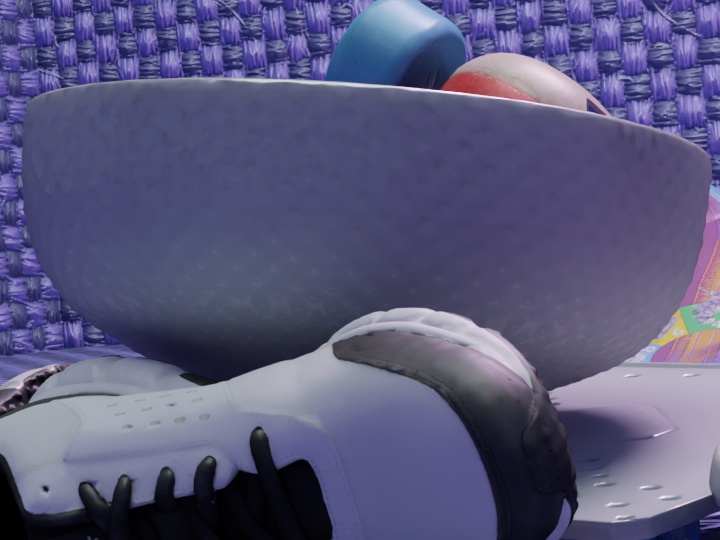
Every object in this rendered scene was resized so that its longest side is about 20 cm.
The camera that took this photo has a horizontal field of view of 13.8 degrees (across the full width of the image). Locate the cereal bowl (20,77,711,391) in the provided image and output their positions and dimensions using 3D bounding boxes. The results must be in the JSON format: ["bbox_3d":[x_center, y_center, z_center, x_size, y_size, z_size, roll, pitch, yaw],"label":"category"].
[{"bbox_3d":[0.000,0.000,0.857,0.200,0.083,0.200,4,-5,0],"label":"cereal bowl"}]

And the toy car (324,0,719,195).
[{"bbox_3d":[0.028,0.023,1.243,0.184,0.200,0.177,35,-24,24],"label":"toy car"}]

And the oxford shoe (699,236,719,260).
[{"bbox_3d":[0.136,0.032,1.107,0.200,0.071,0.071,11,55,38],"label":"oxford shoe"}]

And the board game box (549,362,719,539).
[{"bbox_3d":[0.062,0.058,0.867,0.200,0.026,0.200,-1,9,43],"label":"board game box"}]

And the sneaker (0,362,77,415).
[{"bbox_3d":[-0.156,0.077,0.987,0.080,0.074,0.200,-22,-12,29],"label":"sneaker"}]

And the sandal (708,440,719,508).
[{"bbox_3d":[0.131,0.045,0.678,0.082,0.050,0.203,4,8,-4],"label":"sandal"}]

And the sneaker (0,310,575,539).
[{"bbox_3d":[-0.034,0.060,0.746,0.200,0.074,0.080,-11,11,42],"label":"sneaker"}]

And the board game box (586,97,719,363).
[{"bbox_3d":[0.067,-0.010,1.085,0.158,0.039,0.200,-22,30,-14],"label":"board game box"}]
